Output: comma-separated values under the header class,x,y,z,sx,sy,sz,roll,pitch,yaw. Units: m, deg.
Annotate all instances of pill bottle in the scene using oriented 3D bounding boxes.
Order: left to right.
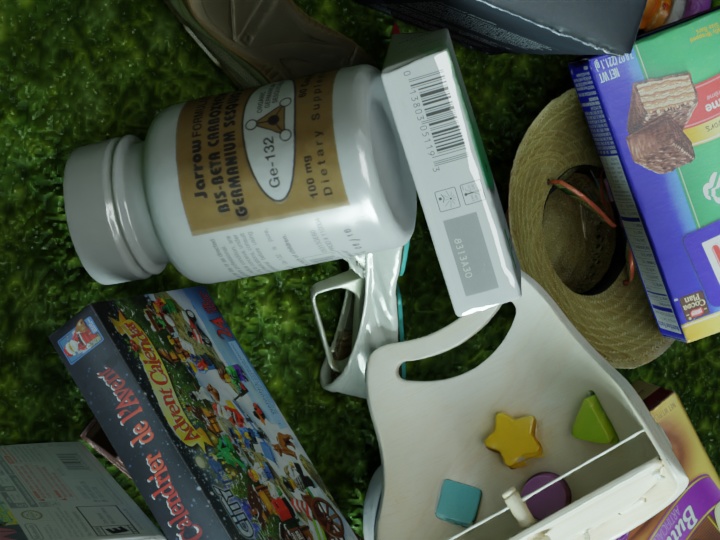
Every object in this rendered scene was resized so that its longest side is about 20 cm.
class,x,y,z,sx,sy,sz,roll,pitch,yaw
pill bottle,-0.075,-0.053,1.260,0.200,0.114,0.115,-11,103,15

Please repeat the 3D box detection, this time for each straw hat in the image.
class,x,y,z,sx,sy,sz,roll,pitch,yaw
straw hat,0.142,-0.024,1.406,0.201,0.085,0.201,11,73,-40

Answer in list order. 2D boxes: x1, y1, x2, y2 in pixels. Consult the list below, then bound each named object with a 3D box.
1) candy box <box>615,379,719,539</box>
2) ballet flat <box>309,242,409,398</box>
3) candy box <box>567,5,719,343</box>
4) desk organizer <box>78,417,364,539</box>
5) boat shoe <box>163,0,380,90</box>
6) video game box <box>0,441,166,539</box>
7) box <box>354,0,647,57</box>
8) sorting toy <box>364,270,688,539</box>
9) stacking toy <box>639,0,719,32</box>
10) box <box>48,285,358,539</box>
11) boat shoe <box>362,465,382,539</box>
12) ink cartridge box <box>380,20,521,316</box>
class,x,y,z,sx,sy,sz,roll,pitch,yaw
candy box,0.201,0.190,1.400,0.117,0.056,0.200,-34,109,-15
ballet flat,0.000,0.000,1.345,0.069,0.069,0.200,-9,120,-21
candy box,0.251,-0.073,1.348,0.169,0.077,0.200,-21,96,-2
desk organizer,-0.080,0.148,1.341,0.200,0.077,0.072,43,80,-21
boat shoe,-0.050,-0.132,1.336,0.201,0.063,0.073,39,77,-29
video game box,-0.230,0.151,1.214,0.182,0.200,0.047,2,101,-22
box,0.108,-0.247,1.304,0.124,0.197,0.200,18,89,-23
sorting toy,0.090,0.102,1.297,0.200,0.107,0.180,-31,73,16
stacking toy,0.242,-0.161,1.432,0.200,0.110,0.116,24,73,-12
box,-0.088,0.106,1.217,0.038,0.137,0.200,-36,79,22
boat shoe,0.055,0.226,1.413,0.073,0.065,0.200,-19,104,-19
ink cartridge box,0.060,-0.076,1.304,0.050,0.200,0.161,-16,104,10
